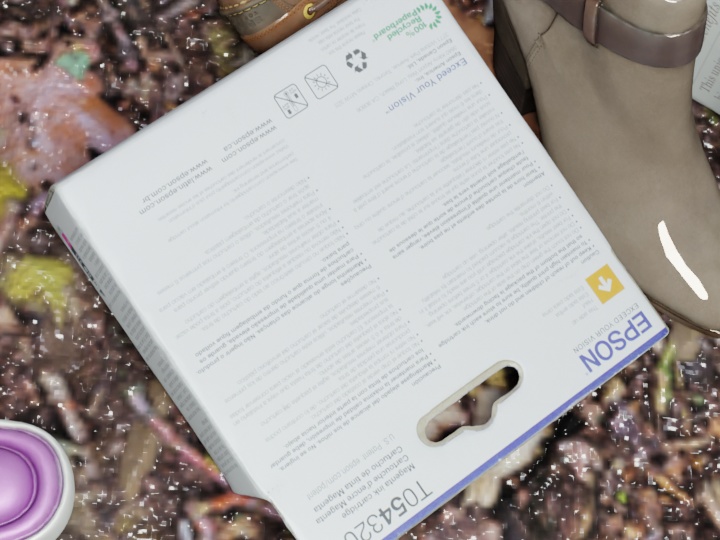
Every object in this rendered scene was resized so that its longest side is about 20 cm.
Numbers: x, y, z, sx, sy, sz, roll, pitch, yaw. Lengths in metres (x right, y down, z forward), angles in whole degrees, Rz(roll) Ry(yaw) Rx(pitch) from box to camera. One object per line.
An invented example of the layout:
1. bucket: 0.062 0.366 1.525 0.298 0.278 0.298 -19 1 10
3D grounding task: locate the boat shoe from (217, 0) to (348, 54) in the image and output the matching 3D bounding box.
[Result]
1. boat shoe: 0.008 -0.165 0.959 0.200 0.072 0.068 -37 107 -30

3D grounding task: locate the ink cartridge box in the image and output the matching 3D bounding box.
1. ink cartridge box: 0.000 0.000 0.877 0.196 0.043 0.201 -33 87 -21

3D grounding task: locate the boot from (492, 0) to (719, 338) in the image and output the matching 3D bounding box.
1. boot: 0.119 -0.080 0.882 0.070 0.147 0.200 -33 73 -23

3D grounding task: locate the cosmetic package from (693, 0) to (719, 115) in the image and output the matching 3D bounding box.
1. cosmetic package: 0.262 -0.141 0.921 0.199 0.168 0.167 32 65 7

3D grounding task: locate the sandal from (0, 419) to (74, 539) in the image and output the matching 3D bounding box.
1. sandal: -0.214 0.084 0.806 0.201 0.050 0.083 -8 65 -12
